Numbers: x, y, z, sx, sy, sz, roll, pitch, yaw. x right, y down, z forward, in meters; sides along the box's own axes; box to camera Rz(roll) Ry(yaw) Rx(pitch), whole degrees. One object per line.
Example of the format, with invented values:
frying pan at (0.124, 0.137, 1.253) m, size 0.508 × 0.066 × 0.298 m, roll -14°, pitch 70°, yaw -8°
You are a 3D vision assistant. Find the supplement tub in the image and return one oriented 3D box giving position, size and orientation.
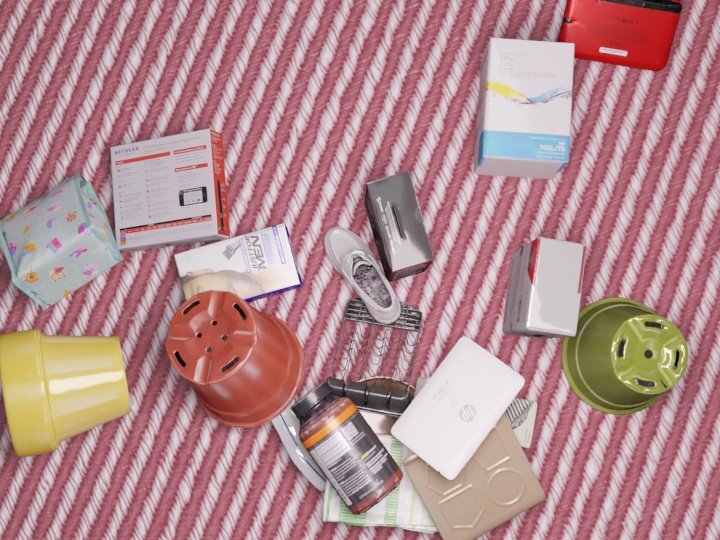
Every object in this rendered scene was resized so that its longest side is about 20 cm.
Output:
supplement tub at (-0.027, 0.278, 1.508) m, size 0.106 × 0.107 × 0.201 m, roll -36°, pitch 86°, yaw -3°

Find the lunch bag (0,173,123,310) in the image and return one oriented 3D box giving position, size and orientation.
lunch bag at (-0.514, -0.061, 1.604) m, size 0.169 × 0.122 × 0.201 m, roll -33°, pitch 48°, yaw -1°

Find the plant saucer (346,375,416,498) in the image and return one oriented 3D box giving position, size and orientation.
plant saucer at (0.033, 0.281, 1.606) m, size 0.197 × 0.037 × 0.204 m, roll 1°, pitch 84°, yaw -4°

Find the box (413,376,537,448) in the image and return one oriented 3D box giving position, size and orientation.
box at (0.188, 0.237, 1.580) m, size 0.197 × 0.068 × 0.083 m, roll 12°, pitch 81°, yaw -11°

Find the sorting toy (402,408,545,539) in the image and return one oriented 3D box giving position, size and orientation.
sorting toy at (0.185, 0.338, 1.543) m, size 0.183 × 0.037 × 0.202 m, roll -29°, pitch 109°, yaw -1°

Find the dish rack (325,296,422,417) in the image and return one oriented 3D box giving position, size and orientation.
dish rack at (0.027, 0.138, 1.598) m, size 0.151 × 0.055 × 0.202 m, roll 10°, pitch 55°, yaw 5°

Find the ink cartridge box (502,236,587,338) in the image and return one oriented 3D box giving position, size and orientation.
ink cartridge box at (0.298, 0.034, 1.554) m, size 0.082 × 0.200 × 0.147 m, roll 9°, pitch 84°, yaw -2°

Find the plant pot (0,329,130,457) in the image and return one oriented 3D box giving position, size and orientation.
plant pot at (-0.482, 0.188, 1.556) m, size 0.186 × 0.201 × 0.204 m, roll -10°, pitch 84°, yaw -17°

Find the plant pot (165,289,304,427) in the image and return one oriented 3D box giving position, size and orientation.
plant pot at (-0.209, 0.133, 1.522) m, size 0.197 × 0.196 × 0.204 m, roll -4°, pitch 69°, yaw 10°

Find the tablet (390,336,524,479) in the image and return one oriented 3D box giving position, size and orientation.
tablet at (0.154, 0.216, 1.504) m, size 0.129 × 0.014 × 0.201 m, roll 35°, pitch 79°, yaw 23°

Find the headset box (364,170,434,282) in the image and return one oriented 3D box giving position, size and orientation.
headset box at (0.062, -0.069, 1.564) m, size 0.076 × 0.200 × 0.151 m, roll -16°, pitch 85°, yaw -2°

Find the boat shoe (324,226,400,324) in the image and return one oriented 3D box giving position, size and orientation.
boat shoe at (0.000, 0.000, 1.606) m, size 0.071 × 0.069 × 0.202 m, roll -26°, pitch 68°, yaw -7°

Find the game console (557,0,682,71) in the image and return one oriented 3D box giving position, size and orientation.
game console at (0.459, -0.466, 1.692) m, size 0.197 × 0.119 × 0.175 m, roll 10°, pitch 115°, yaw 2°

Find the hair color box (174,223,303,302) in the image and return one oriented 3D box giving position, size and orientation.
hair color box at (-0.208, 0.001, 1.628) m, size 0.197 × 0.065 × 0.111 m, roll -16°, pitch 85°, yaw 0°

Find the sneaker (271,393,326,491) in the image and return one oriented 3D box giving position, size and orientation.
sneaker at (-0.096, 0.273, 1.595) m, size 0.070 × 0.073 × 0.201 m, roll -32°, pitch 84°, yaw 2°

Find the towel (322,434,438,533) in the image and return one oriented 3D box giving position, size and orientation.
towel at (0.040, 0.350, 1.569) m, size 0.197 × 0.023 × 0.155 m, roll 5°, pitch 82°, yaw -4°

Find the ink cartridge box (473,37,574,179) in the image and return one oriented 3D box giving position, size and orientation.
ink cartridge box at (0.275, -0.272, 1.610) m, size 0.144 × 0.147 × 0.203 m, roll 4°, pitch 85°, yaw 1°

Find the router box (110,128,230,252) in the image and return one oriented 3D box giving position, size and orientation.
router box at (-0.326, -0.134, 1.619) m, size 0.197 × 0.049 × 0.183 m, roll -6°, pitch 84°, yaw 18°

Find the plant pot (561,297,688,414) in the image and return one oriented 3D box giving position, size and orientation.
plant pot at (0.446, 0.139, 1.547) m, size 0.197 × 0.190 × 0.204 m, roll 0°, pitch 85°, yaw 0°
